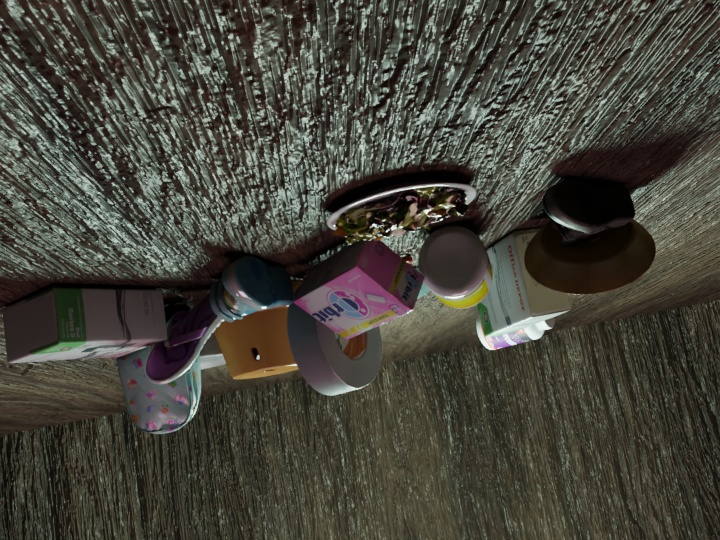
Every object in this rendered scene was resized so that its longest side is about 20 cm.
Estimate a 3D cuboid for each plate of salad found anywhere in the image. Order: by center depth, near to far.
[{"bbox_3d":[0.054,-0.069,1.100,0.195,0.049,0.200,-10,168,-2],"label":"plate of salad"}]

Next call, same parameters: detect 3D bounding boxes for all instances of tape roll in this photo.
[{"bbox_3d":[-0.042,0.110,1.492,0.065,0.206,0.199,-17,167,32],"label":"tape roll"}]

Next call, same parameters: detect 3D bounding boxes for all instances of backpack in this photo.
[{"bbox_3d":[-0.349,0.174,1.480,0.162,0.205,0.127,-7,-166,4],"label":"backpack"}]

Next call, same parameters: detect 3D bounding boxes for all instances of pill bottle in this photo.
[{"bbox_3d":[0.156,0.000,1.377,0.106,0.112,0.200,-12,168,10],"label":"pill bottle"},{"bbox_3d":[0.417,0.139,2.309,0.197,0.115,0.111,-19,166,36],"label":"pill bottle"}]

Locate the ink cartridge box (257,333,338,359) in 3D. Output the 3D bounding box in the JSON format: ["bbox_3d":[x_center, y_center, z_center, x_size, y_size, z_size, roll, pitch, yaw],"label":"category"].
[{"bbox_3d":[-0.148,0.123,1.758,0.143,0.086,0.199,-3,166,-36],"label":"ink cartridge box"}]

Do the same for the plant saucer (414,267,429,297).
[{"bbox_3d":[0.068,0.038,1.666,0.196,0.040,0.201,-11,169,-2],"label":"plant saucer"}]

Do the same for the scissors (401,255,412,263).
[{"bbox_3d":[0.000,0.000,1.475,0.195,0.014,0.073,-10,171,-14],"label":"scissors"}]

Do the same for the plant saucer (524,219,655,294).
[{"bbox_3d":[0.344,-0.041,1.301,0.195,0.202,0.036,-11,125,8],"label":"plant saucer"}]

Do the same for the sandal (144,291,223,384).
[{"bbox_3d":[-0.278,0.092,1.368,0.081,0.204,0.050,12,139,29],"label":"sandal"}]

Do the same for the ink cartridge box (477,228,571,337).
[{"bbox_3d":[0.276,0.024,1.516,0.081,0.150,0.200,-8,170,-18],"label":"ink cartridge box"}]

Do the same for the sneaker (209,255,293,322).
[{"bbox_3d":[-0.191,0.036,1.305,0.128,0.082,0.200,-15,167,15],"label":"sneaker"}]

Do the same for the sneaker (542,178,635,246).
[{"bbox_3d":[0.298,-0.076,1.220,0.113,0.078,0.197,-29,165,40],"label":"sneaker"}]

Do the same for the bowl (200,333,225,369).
[{"bbox_3d":[-0.323,0.136,1.645,0.196,0.093,0.201,-11,169,-2],"label":"bowl"}]

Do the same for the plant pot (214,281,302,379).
[{"bbox_3d":[-0.175,0.113,1.540,0.195,0.144,0.200,-9,169,-2],"label":"plant pot"}]

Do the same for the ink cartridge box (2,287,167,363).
[{"bbox_3d":[-0.413,0.082,1.305,0.144,0.086,0.198,-18,167,36],"label":"ink cartridge box"}]

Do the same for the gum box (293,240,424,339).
[{"bbox_3d":[-0.008,0.031,1.326,0.113,0.067,0.199,37,146,-19],"label":"gum box"}]
